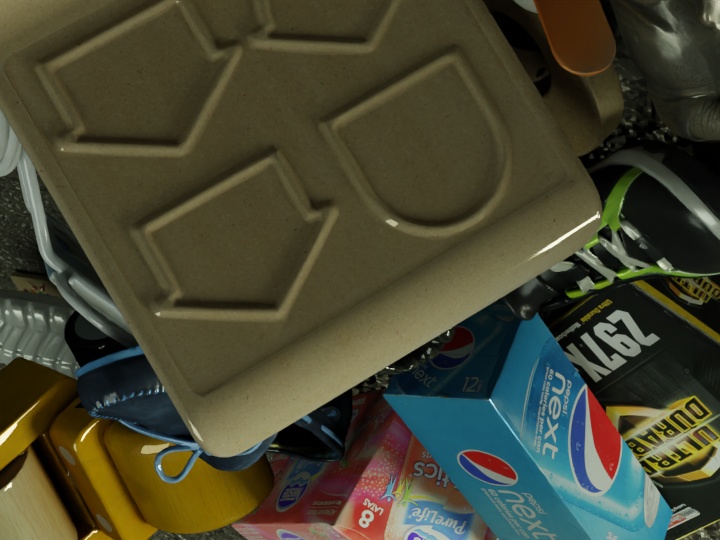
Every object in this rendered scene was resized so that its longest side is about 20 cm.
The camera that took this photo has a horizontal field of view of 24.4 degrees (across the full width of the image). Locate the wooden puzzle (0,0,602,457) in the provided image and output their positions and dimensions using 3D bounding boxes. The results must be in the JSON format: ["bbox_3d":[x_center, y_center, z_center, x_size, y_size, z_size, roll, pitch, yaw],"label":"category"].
[{"bbox_3d":[-0.029,-0.056,0.653,0.200,0.185,0.046,60,169,-1],"label":"wooden puzzle"}]

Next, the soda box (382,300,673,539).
[{"bbox_3d":[0.095,0.100,0.894,0.068,0.064,0.200,-1,141,38],"label":"soda box"}]

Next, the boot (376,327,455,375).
[{"bbox_3d":[-0.002,0.001,0.846,0.158,0.079,0.211,50,161,37],"label":"boot"}]

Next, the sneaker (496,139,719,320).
[{"bbox_3d":[0.106,-0.006,0.775,0.072,0.083,0.200,42,165,-18],"label":"sneaker"}]

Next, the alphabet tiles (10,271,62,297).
[{"bbox_3d":[-0.170,0.074,1.200,0.166,0.006,0.200,6,140,29],"label":"alphabet tiles"}]

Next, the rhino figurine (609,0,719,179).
[{"bbox_3d":[0.152,-0.082,0.701,0.087,0.060,0.200,35,161,48],"label":"rhino figurine"}]

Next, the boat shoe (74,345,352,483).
[{"bbox_3d":[-0.064,0.075,0.900,0.084,0.069,0.200,-21,163,40],"label":"boat shoe"}]

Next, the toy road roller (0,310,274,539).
[{"bbox_3d":[-0.146,0.115,0.998,0.146,0.200,0.123,18,140,43],"label":"toy road roller"}]

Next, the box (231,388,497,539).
[{"bbox_3d":[0.008,0.143,1.035,0.095,0.103,0.200,36,162,-12],"label":"box"}]

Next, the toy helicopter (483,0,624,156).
[{"bbox_3d":[0.044,-0.133,0.697,0.200,0.079,0.132,54,162,-10],"label":"toy helicopter"}]

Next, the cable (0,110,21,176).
[{"bbox_3d":[-0.233,-0.137,0.837,0.200,0.069,0.200,63,151,10],"label":"cable"}]

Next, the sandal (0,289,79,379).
[{"bbox_3d":[-0.156,0.044,1.104,0.202,0.050,0.083,17,130,-4],"label":"sandal"}]

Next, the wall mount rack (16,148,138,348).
[{"bbox_3d":[-0.155,-0.033,0.942,0.174,0.075,0.200,40,-178,-22],"label":"wall mount rack"}]

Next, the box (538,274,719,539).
[{"bbox_3d":[0.161,0.069,0.915,0.160,0.049,0.200,36,146,-7],"label":"box"}]
